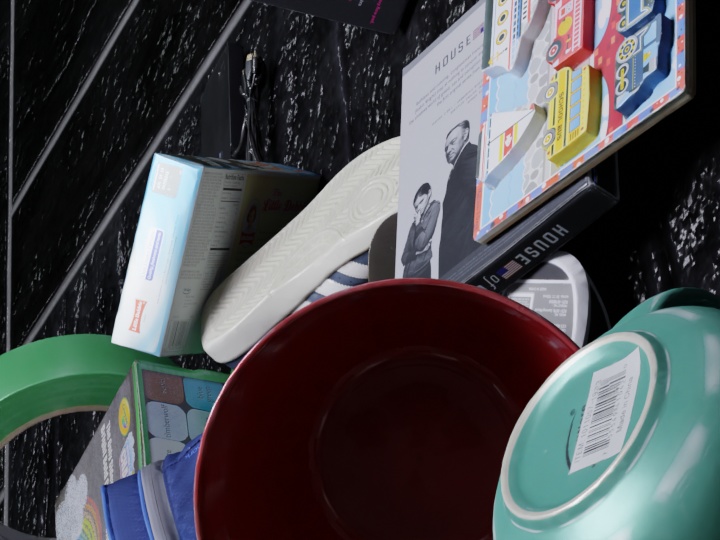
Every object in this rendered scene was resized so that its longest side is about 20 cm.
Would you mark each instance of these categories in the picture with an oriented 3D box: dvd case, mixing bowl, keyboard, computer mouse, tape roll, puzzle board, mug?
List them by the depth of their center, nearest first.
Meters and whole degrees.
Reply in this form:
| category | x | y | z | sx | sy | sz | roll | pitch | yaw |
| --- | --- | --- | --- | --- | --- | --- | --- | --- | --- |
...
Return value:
| category | x | y | z | sx | sy | sz | roll | pitch | yaw |
| --- | --- | --- | --- | --- | --- | --- | --- | --- | --- |
| mug | 0.121 | 0.086 | 1.008 | 0.152 | 0.114 | 0.185 | -52 | 24 | 3 |
| mixing bowl | 0.028 | 0.096 | 1.139 | 0.108 | 0.199 | 0.202 | -69 | -6 | -82 |
| computer mouse | 0.094 | 0.092 | 1.220 | 0.109 | 0.044 | 0.202 | 3 | 82 | 56 |
| puzzle board | 0.108 | -0.126 | 1.234 | 0.150 | 0.017 | 0.201 | -36 | 36 | 39 |
| dvd case | 0.073 | -0.073 | 1.288 | 0.150 | 0.025 | 0.201 | -39 | 33 | 36 |
| tape roll | -0.192 | 0.138 | 1.668 | 0.048 | 0.199 | 0.201 | -114 | 41 | -54 |
| keyboard | -0.087 | -0.073 | 1.754 | 0.127 | 0.020 | 0.201 | 124 | 148 | -54 |

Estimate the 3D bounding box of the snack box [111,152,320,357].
| category | x | y | z | sx | sy | sz | roll | pitch | yaw |
| --- | --- | --- | --- | --- | --- | --- | --- | --- | --- |
| snack box | -0.086 | -0.010 | 1.545 | 0.200 | 0.037 | 0.117 | 0 | -75 | -70 |

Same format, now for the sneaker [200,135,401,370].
| category | x | y | z | sx | sy | sz | roll | pitch | yaw |
| --- | --- | --- | --- | --- | --- | --- | --- | --- | --- |
| sneaker | 0.000 | 0.000 | 1.464 | 0.200 | 0.084 | 0.075 | -37 | 32 | 23 |

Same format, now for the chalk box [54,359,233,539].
| category | x | y | z | sx | sy | sz | roll | pitch | yaw |
| --- | --- | --- | --- | --- | --- | --- | --- | --- | --- |
| chalk box | -0.100 | 0.144 | 1.554 | 0.125 | 0.123 | 0.200 | -99 | 31 | -41 |

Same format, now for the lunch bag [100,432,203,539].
| category | x | y | z | sx | sy | sz | roll | pitch | yaw |
| --- | --- | --- | --- | --- | --- | --- | --- | --- | --- |
| lunch bag | -0.065 | 0.180 | 1.367 | 0.132 | 0.136 | 0.200 | -31 | 26 | 3 |

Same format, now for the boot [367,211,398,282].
| category | x | y | z | sx | sy | sz | roll | pitch | yaw |
| --- | --- | --- | --- | --- | --- | --- | --- | --- | --- |
| boot | 0.032 | 0.067 | 1.378 | 0.075 | 0.073 | 0.202 | -10 | -74 | -81 |

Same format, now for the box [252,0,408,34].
| category | x | y | z | sx | sy | sz | roll | pitch | yaw |
| --- | --- | --- | --- | --- | --- | --- | --- | --- | --- |
| box | -0.008 | -0.269 | 1.535 | 0.132 | 0.114 | 0.201 | -117 | 45 | -58 |
